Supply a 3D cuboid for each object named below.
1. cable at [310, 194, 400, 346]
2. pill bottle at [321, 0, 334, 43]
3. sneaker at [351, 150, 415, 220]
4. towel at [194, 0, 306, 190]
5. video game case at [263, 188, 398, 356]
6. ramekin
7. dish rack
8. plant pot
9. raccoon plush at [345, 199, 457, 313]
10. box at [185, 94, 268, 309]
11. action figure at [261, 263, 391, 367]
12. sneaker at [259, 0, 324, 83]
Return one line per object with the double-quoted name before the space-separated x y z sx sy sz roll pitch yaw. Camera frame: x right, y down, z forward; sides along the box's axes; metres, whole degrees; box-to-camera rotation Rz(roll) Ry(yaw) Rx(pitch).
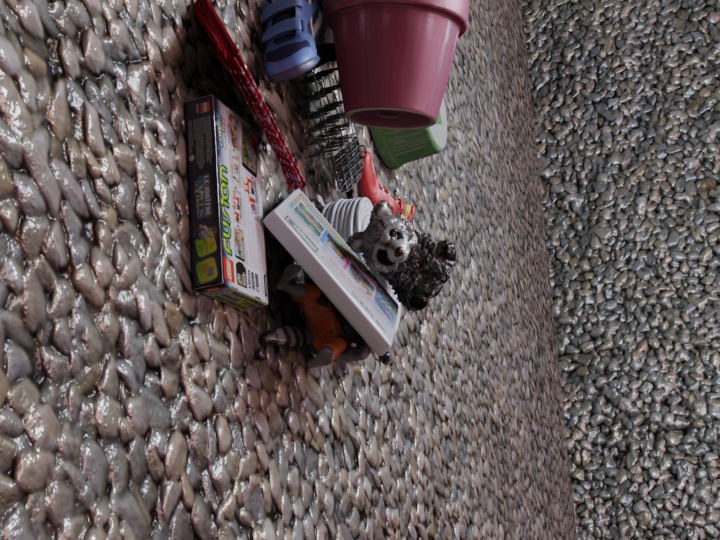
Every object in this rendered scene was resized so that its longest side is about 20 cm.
"cable" 0.000 0.000 1.404 0.200 0.068 0.204 23 56 -70
"pill bottle" -0.006 -0.430 1.560 0.112 0.110 0.204 42 41 -61
"sneaker" 0.041 -0.097 1.564 0.077 0.083 0.203 -71 146 -57
"towel" -0.124 -0.196 1.146 0.145 0.022 0.201 61 -2 47
"video game case" -0.029 -0.004 1.210 0.201 0.024 0.182 49 12 -6
"ramekin" 0.081 -0.283 1.759 0.200 0.096 0.204 -10 90 -72
"dish rack" -0.045 -0.212 1.422 0.154 0.054 0.204 -49 129 -65
"plant pot" 0.046 -0.292 1.381 0.200 0.196 0.183 13 80 -70
"raccoon plush" 0.032 -0.018 1.319 0.133 0.199 0.098 36 73 -14
"box" -0.140 -0.070 1.084 0.110 0.034 0.204 33 50 -66
"action figure" -0.059 0.048 1.235 0.201 0.104 0.193 54 5 16
"sneaker" -0.093 -0.307 1.299 0.202 0.073 0.083 -91 162 -51
